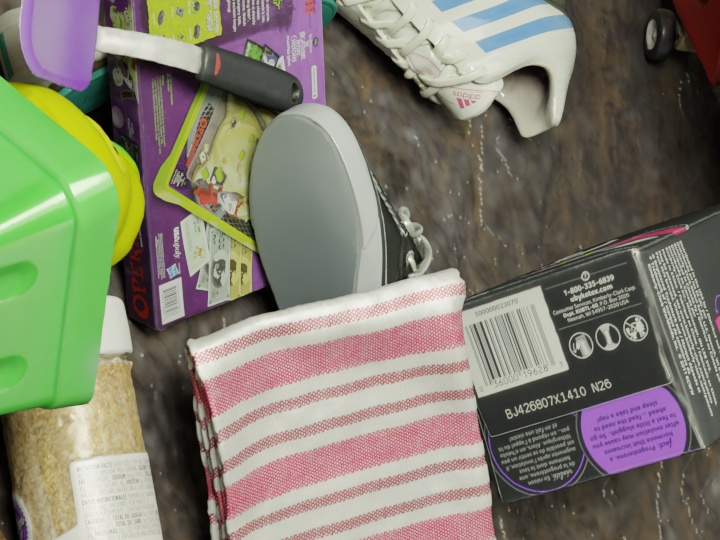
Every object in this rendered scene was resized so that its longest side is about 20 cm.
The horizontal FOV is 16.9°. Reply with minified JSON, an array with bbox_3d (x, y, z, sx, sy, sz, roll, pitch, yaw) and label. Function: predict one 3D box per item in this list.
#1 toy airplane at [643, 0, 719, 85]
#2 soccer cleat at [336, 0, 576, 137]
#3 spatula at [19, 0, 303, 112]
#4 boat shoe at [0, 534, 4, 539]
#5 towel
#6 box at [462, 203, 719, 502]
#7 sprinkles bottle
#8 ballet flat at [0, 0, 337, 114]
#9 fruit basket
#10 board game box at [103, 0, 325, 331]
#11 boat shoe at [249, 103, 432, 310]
[{"bbox_3d":[0.215,-0.229,1.406,0.199,0.141,0.200,46,67,4],"label":"toy airplane"},{"bbox_3d":[0.039,-0.131,1.291,0.200,0.070,0.086,19,65,-34],"label":"soccer cleat"},{"bbox_3d":[-0.088,-0.098,1.102,0.200,0.021,0.057,14,79,-50],"label":"spatula"},{"bbox_3d":[-0.203,0.112,1.032,0.072,0.072,0.200,-33,93,-27],"label":"boat shoe"},{"bbox_3d":[-0.001,0.108,1.165,0.146,0.030,0.200,-16,110,-23],"label":"towel"},{"bbox_3d":[0.146,0.035,1.263,0.200,0.122,0.106,-20,91,-60],"label":"box"},{"bbox_3d":[-0.124,0.114,1.105,0.068,0.068,0.200,-6,82,-38],"label":"sprinkles bottle"},{"bbox_3d":[-0.096,-0.130,1.198,0.200,0.069,0.070,-24,93,-38],"label":"ballet flat"},{"bbox_3d":[-0.165,-0.039,1.025,0.215,0.156,0.216,7,42,-7],"label":"fruit basket"},{"bbox_3d":[-0.067,-0.082,1.170,0.120,0.032,0.200,-19,119,-36],"label":"board game box"},{"bbox_3d":[0.002,0.001,1.202,0.068,0.074,0.200,-39,123,-40],"label":"boat shoe"}]
